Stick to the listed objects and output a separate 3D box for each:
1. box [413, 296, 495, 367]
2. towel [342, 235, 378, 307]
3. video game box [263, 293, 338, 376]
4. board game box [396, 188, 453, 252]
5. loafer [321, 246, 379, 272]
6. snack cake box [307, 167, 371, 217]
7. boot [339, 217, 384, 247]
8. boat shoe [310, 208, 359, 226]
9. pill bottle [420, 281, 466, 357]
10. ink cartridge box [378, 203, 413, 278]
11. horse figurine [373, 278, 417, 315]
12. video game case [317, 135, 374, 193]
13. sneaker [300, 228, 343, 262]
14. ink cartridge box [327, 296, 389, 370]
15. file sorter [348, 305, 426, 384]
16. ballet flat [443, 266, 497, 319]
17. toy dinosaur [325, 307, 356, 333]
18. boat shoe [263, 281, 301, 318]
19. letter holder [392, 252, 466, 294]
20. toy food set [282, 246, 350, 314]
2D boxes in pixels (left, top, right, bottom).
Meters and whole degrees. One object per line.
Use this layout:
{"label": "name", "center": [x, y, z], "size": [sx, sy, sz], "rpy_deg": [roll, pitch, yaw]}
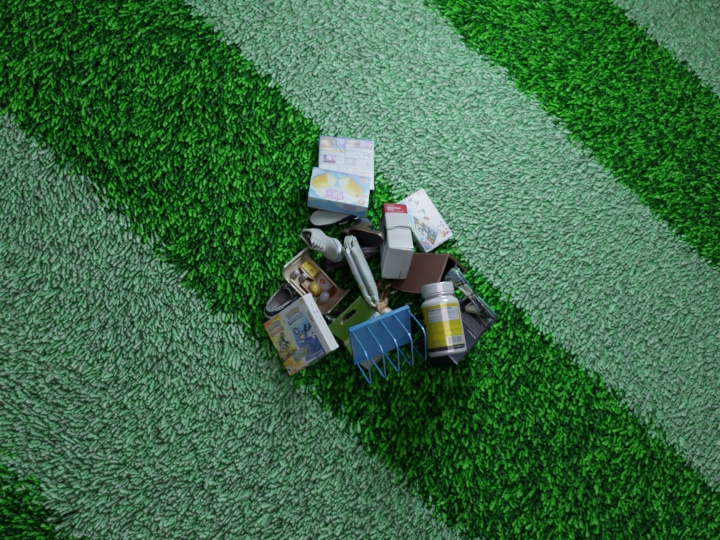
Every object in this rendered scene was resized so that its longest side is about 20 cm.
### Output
{"label": "box", "center": [0.296, 0.197, 1.639], "size": [0.200, 0.197, 0.118], "rpy_deg": [-43, 88, -18]}
{"label": "towel", "center": [0.000, 0.000, 1.581], "size": [0.047, 0.171, 0.203], "rpy_deg": [-23, 105, 6]}
{"label": "video game box", "center": [-0.183, 0.196, 1.551], "size": [0.047, 0.199, 0.184], "rpy_deg": [-14, 73, -57]}
{"label": "board game box", "center": [0.221, -0.173, 1.800], "size": [0.125, 0.035, 0.202], "rpy_deg": [-30, 84, -18]}
{"label": "loafer", "center": [-0.029, -0.040, 1.697], "size": [0.196, 0.072, 0.064], "rpy_deg": [-9, 95, 1]}
{"label": "snack cake box", "center": [-0.070, -0.257, 1.684], "size": [0.196, 0.067, 0.117], "rpy_deg": [9, 65, -5]}
{"label": "boot", "center": [0.023, -0.136, 1.678], "size": [0.097, 0.198, 0.075], "rpy_deg": [-49, 125, -27]}
{"label": "boat shoe", "center": [-0.075, -0.183, 1.727], "size": [0.197, 0.061, 0.076], "rpy_deg": [-18, 61, -13]}
{"label": "pill bottle", "center": [0.235, 0.141, 1.474], "size": [0.112, 0.114, 0.204], "rpy_deg": [-6, 80, -13]}
{"label": "ink cartridge box", "center": [0.110, -0.095, 1.661], "size": [0.081, 0.148, 0.202], "rpy_deg": [2, 48, -7]}
{"label": "horse figurine", "center": [0.097, 0.126, 1.692], "size": [0.132, 0.050, 0.200], "rpy_deg": [-41, 87, -18]}
{"label": "video game case", "center": [-0.051, -0.368, 1.786], "size": [0.196, 0.045, 0.185], "rpy_deg": [3, 77, -11]}
{"label": "sneaker", "center": [-0.127, -0.078, 1.635], "size": [0.070, 0.199, 0.074], "rpy_deg": [-7, 116, -35]}
{"label": "ink cartridge box", "center": [0.012, 0.195, 1.563], "size": [0.148, 0.200, 0.076], "rpy_deg": [-43, 44, 3]}
{"label": "file sorter", "center": [0.083, 0.221, 1.492], "size": [0.197, 0.141, 0.123], "rpy_deg": [-20, 38, -17]}
{"label": "ballet flat", "center": [0.325, 0.083, 1.542], "size": [0.074, 0.074, 0.201], "rpy_deg": [-38, 86, -18]}
{"label": "toy dinosaur", "center": [-0.025, 0.155, 1.624], "size": [0.196, 0.102, 0.078], "rpy_deg": [-7, 114, -22]}
{"label": "boat shoe", "center": [-0.226, 0.073, 1.625], "size": [0.072, 0.071, 0.201], "rpy_deg": [39, 69, 1]}
{"label": "letter holder", "center": [0.215, 0.029, 1.652], "size": [0.100, 0.198, 0.144], "rpy_deg": [35, 71, -34]}
{"label": "toy food set", "center": [-0.138, 0.029, 1.624], "size": [0.200, 0.060, 0.144], "rpy_deg": [47, 42, -2]}
